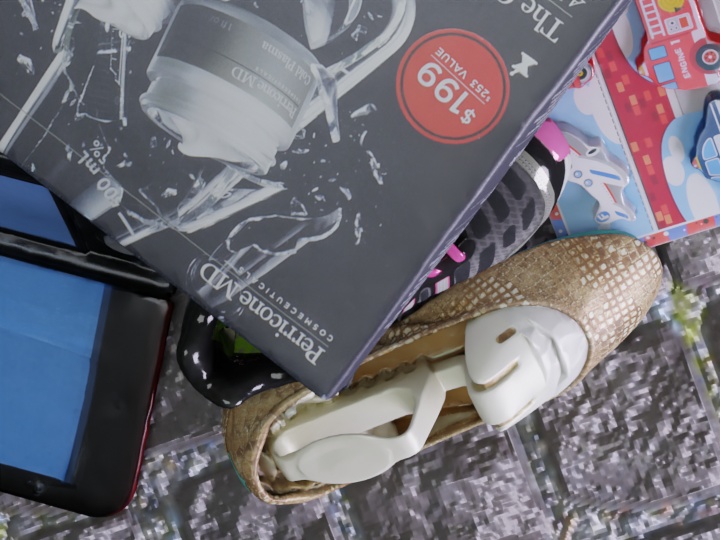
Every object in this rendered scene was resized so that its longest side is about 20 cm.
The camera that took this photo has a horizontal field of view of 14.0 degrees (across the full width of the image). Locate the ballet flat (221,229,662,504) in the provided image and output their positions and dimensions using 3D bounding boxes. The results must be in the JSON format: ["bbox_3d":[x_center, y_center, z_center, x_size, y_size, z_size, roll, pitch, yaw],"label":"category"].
[{"bbox_3d":[0.035,0.048,1.199,0.199,0.065,0.071,-26,122,16],"label":"ballet flat"}]

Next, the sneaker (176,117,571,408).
[{"bbox_3d":[0.000,0.000,1.145,0.199,0.088,0.074,-27,114,37],"label":"sneaker"}]

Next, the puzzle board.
[{"bbox_3d":[0.122,-0.101,1.146,0.150,0.017,0.201,-17,121,12],"label":"puzzle board"}]

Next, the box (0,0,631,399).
[{"bbox_3d":[-0.028,-0.092,1.039,0.200,0.104,0.182,37,109,2],"label":"box"}]

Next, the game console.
[{"bbox_3d":[-0.183,0.009,1.209,0.199,0.172,0.119,14,76,6],"label":"game console"}]

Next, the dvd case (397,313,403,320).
[{"bbox_3d":[-0.017,-0.081,1.160,0.145,0.022,0.200,25,133,1],"label":"dvd case"}]
